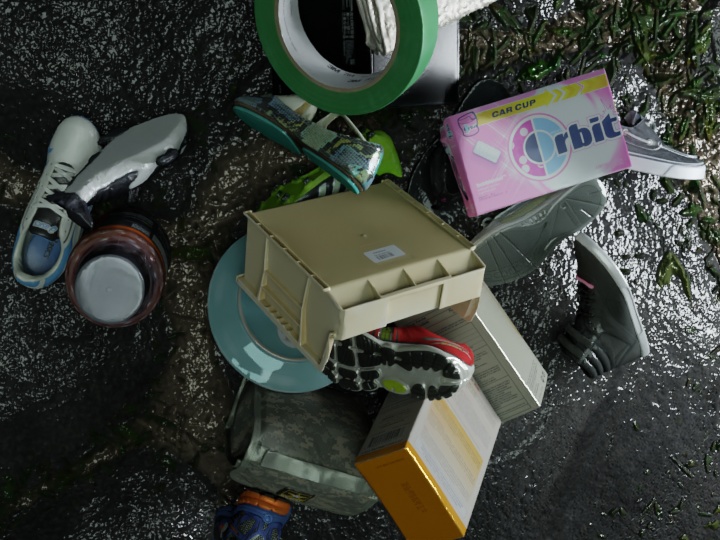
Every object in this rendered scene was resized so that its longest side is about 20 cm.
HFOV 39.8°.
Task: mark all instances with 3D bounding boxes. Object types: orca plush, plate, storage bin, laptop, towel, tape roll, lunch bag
[{"bbox_3d":[-0.250,-0.096,1.090,0.103,0.201,0.072,5,128,15],"label":"orca plush"},{"bbox_3d":[-0.079,0.040,1.156,0.197,0.026,0.204,6,72,-18],"label":"plate"},{"bbox_3d":[0.000,0.000,1.070,0.197,0.198,0.095,-15,128,-31],"label":"storage bin"},{"bbox_3d":[0.006,-0.287,1.157,0.196,0.116,0.191,3,102,20],"label":"laptop"},{"bbox_3d":[0.072,-0.334,1.108,0.198,0.034,0.134,-30,117,-26],"label":"towel"},{"bbox_3d":[-0.016,-0.268,1.049,0.197,0.048,0.203,15,124,22],"label":"tape roll"},{"bbox_3d":[-0.067,0.204,1.151,0.162,0.200,0.119,20,98,-13],"label":"lunch bag"}]

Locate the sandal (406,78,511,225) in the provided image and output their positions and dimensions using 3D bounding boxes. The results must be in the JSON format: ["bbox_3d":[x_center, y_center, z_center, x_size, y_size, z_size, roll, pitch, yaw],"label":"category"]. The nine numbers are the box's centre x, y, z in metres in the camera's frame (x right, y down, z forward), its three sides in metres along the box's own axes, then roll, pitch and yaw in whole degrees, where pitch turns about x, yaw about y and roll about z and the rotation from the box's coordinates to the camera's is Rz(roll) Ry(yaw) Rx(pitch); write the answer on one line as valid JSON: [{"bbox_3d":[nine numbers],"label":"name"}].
[{"bbox_3d":[0.115,-0.135,1.185,0.074,0.048,0.203,25,97,-13],"label":"sandal"}]

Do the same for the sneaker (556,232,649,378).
[{"bbox_3d":[0.282,0.054,1.227,0.098,0.071,0.202,-32,119,-4],"label":"sneaker"}]

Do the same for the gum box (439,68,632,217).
[{"bbox_3d":[0.194,-0.142,1.136,0.197,0.066,0.115,-17,91,-2],"label":"gum box"}]

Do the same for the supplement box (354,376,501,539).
[{"bbox_3d":[0.080,0.192,1.117,0.073,0.200,0.127,-24,108,31],"label":"supplement box"}]

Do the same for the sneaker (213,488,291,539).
[{"bbox_3d":[-0.142,0.322,1.181,0.074,0.201,0.079,23,58,-5],"label":"sneaker"}]

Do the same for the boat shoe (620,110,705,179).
[{"bbox_3d":[0.330,-0.159,1.206,0.196,0.072,0.069,13,101,-4],"label":"boat shoe"}]

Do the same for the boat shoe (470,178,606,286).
[{"bbox_3d":[0.204,-0.054,1.215,0.201,0.065,0.075,-37,117,5],"label":"boat shoe"}]

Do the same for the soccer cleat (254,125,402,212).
[{"bbox_3d":[-0.039,-0.087,1.166,0.198,0.068,0.082,-34,117,-1],"label":"soccer cleat"}]

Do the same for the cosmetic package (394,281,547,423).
[{"bbox_3d":[0.130,0.088,1.204,0.104,0.071,0.201,-26,107,30],"label":"cosmetic package"}]

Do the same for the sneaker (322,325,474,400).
[{"bbox_3d":[0.033,0.092,1.106,0.197,0.085,0.078,15,114,23],"label":"sneaker"}]

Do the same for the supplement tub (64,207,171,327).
[{"bbox_3d":[-0.262,-0.002,1.077,0.105,0.200,0.109,-2,102,-7],"label":"supplement tub"}]

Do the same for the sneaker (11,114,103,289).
[{"bbox_3d":[-0.338,-0.074,1.117,0.071,0.073,0.203,18,97,-10],"label":"sneaker"}]

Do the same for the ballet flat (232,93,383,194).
[{"bbox_3d":[-0.054,-0.158,1.116,0.199,0.074,0.075,35,97,21],"label":"ballet flat"}]
